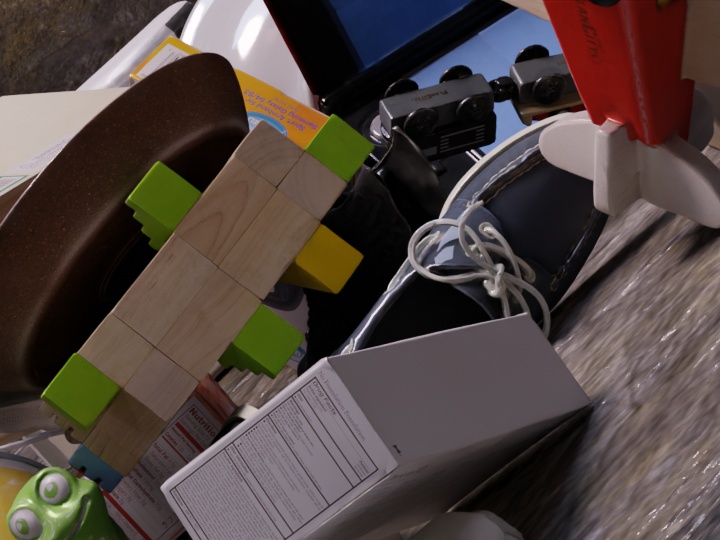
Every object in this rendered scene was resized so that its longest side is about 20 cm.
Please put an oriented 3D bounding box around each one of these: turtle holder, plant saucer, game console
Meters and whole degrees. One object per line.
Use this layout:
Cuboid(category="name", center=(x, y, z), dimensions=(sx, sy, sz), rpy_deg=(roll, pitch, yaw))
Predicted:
Cuboid(category="turtle holder", center=(-0.175, 0.155, 1.354), dimensions=(0.141, 0.132, 0.186), rpy_deg=(-43, 9, -8))
Cuboid(category="plant saucer", center=(-0.116, -0.014, 1.358), dimensions=(0.200, 0.034, 0.200), rpy_deg=(-47, -13, -15))
Cuboid(category="game console", center=(0.068, -0.144, 1.439), dimensions=(0.200, 0.119, 0.172), rpy_deg=(-33, 50, -14))

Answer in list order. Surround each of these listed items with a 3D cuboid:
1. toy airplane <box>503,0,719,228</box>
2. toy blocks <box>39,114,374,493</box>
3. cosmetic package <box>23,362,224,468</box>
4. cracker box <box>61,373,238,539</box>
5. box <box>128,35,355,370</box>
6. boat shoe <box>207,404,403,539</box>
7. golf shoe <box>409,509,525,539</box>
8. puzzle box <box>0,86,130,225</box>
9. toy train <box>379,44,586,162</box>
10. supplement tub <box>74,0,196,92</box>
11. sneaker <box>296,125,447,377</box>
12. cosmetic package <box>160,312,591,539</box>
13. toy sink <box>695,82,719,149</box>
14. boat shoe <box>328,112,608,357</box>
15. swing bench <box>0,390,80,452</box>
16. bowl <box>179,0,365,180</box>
Cuboid(category="toy airplane", center=(0.124, -0.117, 1.179), dimensions=(0.141, 0.200, 0.199), rpy_deg=(-52, 8, -22))
Cuboid(category="toy blocks", center=(-0.085, 0.024, 1.321), dimensions=(0.200, 0.100, 0.137), rpy_deg=(-54, 2, -30))
Cuboid(category="cosmetic package", center=(-0.140, 0.040, 1.841), dimensions=(0.200, 0.103, 0.087), rpy_deg=(-43, 7, -16))
Cuboid(category="cracker box", center=(-0.146, 0.138, 1.543), dimensions=(0.200, 0.058, 0.134), rpy_deg=(-42, 7, 0))
Cuboid(category="box", center=(-0.058, -0.021, 1.514), dimensions=(0.041, 0.119, 0.200), rpy_deg=(-46, -29, -32))
Cuboid(category="boat shoe", center=(-0.044, 0.104, 1.229), dimensions=(0.068, 0.072, 0.200), rpy_deg=(-40, 10, -11))
Cuboid(category="golf shoe", center=(-0.024, 0.132, 0.947), dimensions=(0.200, 0.097, 0.078), rpy_deg=(-46, 8, -33))
Cuboid(category="puzzle box", center=(-0.187, -0.040, 1.369), dimensions=(0.133, 0.025, 0.200), rpy_deg=(0, 24, 39))
Cuboid(category="toy train", center=(0.104, -0.089, 1.390), dimensions=(0.200, 0.046, 0.034), rpy_deg=(-15, 46, -14))
Cuboid(category="supplement tub", center=(-0.079, -0.050, 1.687), dimensions=(0.123, 0.200, 0.123), rpy_deg=(-41, 8, 7))
Cuboid(category="sneaker", center=(-0.002, 0.002, 1.423), dimensions=(0.060, 0.104, 0.200), rpy_deg=(-48, 11, -28))
Cuboid(category="cosmetic package", center=(0.011, 0.063, 1.056), dimensions=(0.083, 0.051, 0.200), rpy_deg=(-36, -11, 21))
Cuboid(category="toy sink", center=(0.196, -0.168, 1.305), dimensions=(0.200, 0.130, 0.112), rpy_deg=(-43, 9, 2))
Cuboid(category="boat shoe", center=(0.045, 0.012, 1.275), dimensions=(0.200, 0.075, 0.062), rpy_deg=(-44, 8, -1))
Cuboid(category="swing bench", center=(-0.244, 0.070, 1.509), dimensions=(0.200, 0.130, 0.199), rpy_deg=(-42, -16, 25))
Cuboid(category="bowl", center=(0.002, -0.096, 1.558), dimensions=(0.201, 0.201, 0.090), rpy_deg=(-44, 10, -14))
